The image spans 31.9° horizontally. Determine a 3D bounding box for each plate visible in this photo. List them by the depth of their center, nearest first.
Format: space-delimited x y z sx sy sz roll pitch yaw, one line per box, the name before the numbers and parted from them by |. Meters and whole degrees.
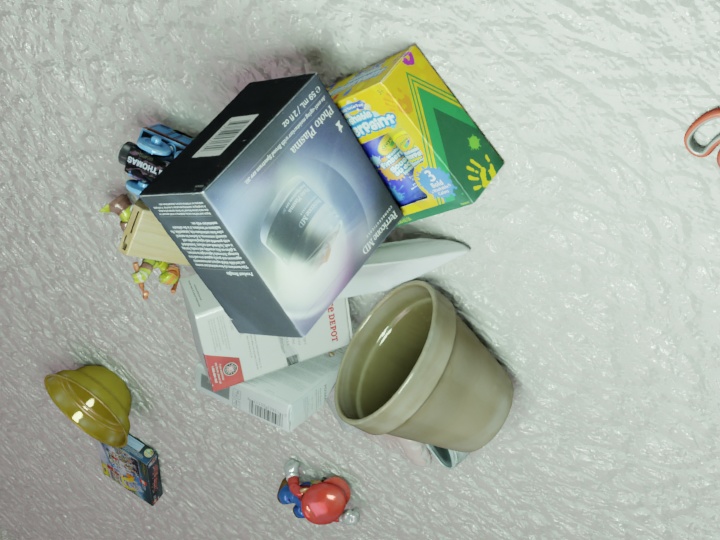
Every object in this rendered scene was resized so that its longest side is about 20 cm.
plate | 0.000 0.000 1.516 0.199 0.199 0.032 -28 73 56

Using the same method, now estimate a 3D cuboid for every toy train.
toy train | -0.211 -0.120 1.613 0.199 0.114 0.087 23 110 9

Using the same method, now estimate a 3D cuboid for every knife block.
knife block | -0.218 -0.042 1.656 0.175 0.064 0.200 20 -171 -7

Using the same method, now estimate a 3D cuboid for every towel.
towel | 0.004 0.193 1.850 0.191 0.032 0.200 17 144 45

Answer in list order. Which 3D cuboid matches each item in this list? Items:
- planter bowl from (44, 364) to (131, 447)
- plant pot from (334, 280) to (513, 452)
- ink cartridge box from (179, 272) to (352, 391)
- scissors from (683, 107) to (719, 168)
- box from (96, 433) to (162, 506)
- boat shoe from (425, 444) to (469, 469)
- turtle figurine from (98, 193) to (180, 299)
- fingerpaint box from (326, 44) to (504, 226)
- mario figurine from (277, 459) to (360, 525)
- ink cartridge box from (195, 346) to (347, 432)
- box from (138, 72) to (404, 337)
planter bowl | -0.500 0.240 2.402 0.200 0.084 0.201 27 148 19
plant pot | 0.093 0.139 1.591 0.173 0.201 0.200 32 153 -24
ink cartridge box | -0.121 0.054 1.649 0.083 0.199 0.147 -121 18 -44
scissors | 0.357 -0.139 1.097 0.073 0.014 0.200 41 150 0
box | -0.485 0.405 2.642 0.136 0.038 0.200 29 148 15
boat shoe | 0.092 0.194 1.745 0.070 0.072 0.201 -6 126 50
turtle figurine | -0.312 -0.036 1.833 0.064 0.200 0.162 -35 95 12
fingerpaint box | 0.029 -0.136 1.383 0.167 0.073 0.200 51 146 -18
mario figurine | -0.068 0.384 2.178 0.123 0.107 0.200 9 169 -22
ink cartridge box | -0.105 0.134 1.742 0.162 0.200 0.057 20 118 27
box | -0.087 -0.068 1.329 0.123 0.200 0.199 2 134 47
